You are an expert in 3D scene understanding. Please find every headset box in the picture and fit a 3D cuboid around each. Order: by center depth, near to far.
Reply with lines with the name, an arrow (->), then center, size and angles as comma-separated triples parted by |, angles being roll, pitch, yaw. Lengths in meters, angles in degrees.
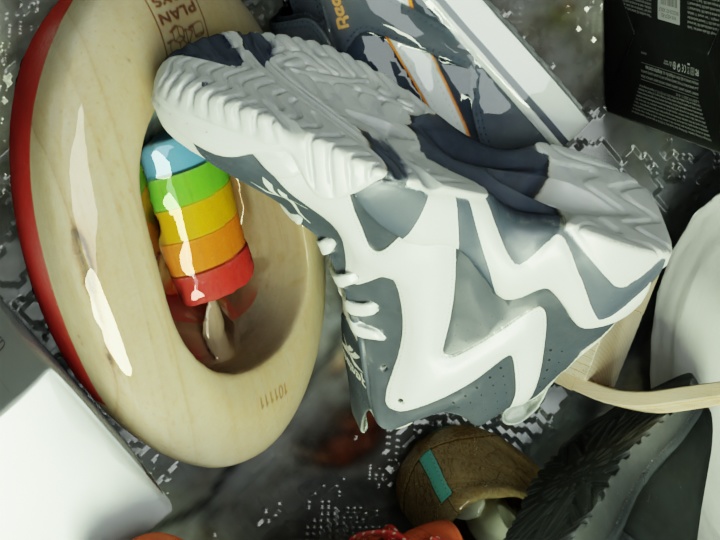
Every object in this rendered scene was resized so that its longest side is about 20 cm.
headset box -> 0.212, -0.094, 1.145 | 0.199, 0.149, 0.075 | -5, 102, -16

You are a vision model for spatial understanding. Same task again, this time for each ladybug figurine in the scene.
ladybug figurine -> -0.077, -0.024, 1.100 | 0.136, 0.072, 0.201 | -29, 113, -47

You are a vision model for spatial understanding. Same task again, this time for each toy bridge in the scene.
toy bridge -> 0.094, 0.014, 1.125 | 0.027, 0.200, 0.067 | 15, 97, -57

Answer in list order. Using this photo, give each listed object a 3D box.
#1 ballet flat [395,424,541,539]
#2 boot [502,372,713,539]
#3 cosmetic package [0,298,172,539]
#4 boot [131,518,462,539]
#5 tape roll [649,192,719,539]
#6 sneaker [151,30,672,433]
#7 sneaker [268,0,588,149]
ballet flat -> 0.096, 0.138, 1.196 | 0.068, 0.072, 0.200 | -43, 111, 10
boot -> 0.136, 0.159, 1.132 | 0.066, 0.165, 0.200 | -27, 101, 37
cosmetic package -> -0.177, 0.109, 1.086 | 0.200, 0.113, 0.081 | -44, 117, -6
boot -> -0.014, 0.127, 1.094 | 0.200, 0.075, 0.107 | 36, 81, -39
tape roll -> 0.200, 0.053, 1.139 | 0.071, 0.202, 0.203 | -13, 105, -31
sneaker -> 0.000, 0.000, 1.079 | 0.199, 0.080, 0.130 | 16, 121, -23
sneaker -> -0.005, -0.107, 1.109 | 0.079, 0.078, 0.200 | -39, 96, 8
